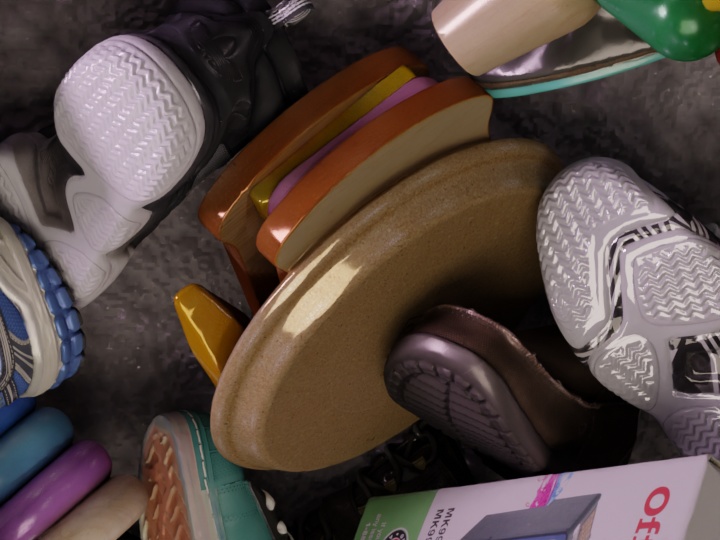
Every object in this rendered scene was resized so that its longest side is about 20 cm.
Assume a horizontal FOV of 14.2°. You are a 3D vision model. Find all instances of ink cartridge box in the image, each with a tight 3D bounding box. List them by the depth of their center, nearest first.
[{"bbox_3d":[0.073,0.162,1.163,0.200,0.145,0.088,-10,140,46],"label":"ink cartridge box"}]

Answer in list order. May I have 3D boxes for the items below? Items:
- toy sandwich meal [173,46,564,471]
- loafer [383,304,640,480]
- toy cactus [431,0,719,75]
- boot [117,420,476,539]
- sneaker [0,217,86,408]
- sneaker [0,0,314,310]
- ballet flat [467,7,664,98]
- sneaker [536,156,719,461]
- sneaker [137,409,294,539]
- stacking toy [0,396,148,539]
[{"bbox_3d":[0.000,0.000,1.193,0.205,0.070,0.205,-34,155,-18],"label":"toy sandwich meal"},{"bbox_3d":[0.069,0.046,1.217,0.073,0.200,0.071,25,82,23],"label":"loafer"},{"bbox_3d":[0.102,-0.133,1.093,0.165,0.102,0.200,-34,76,18],"label":"toy cactus"},{"bbox_3d":[-0.029,0.124,1.308,0.174,0.069,0.200,-40,116,13],"label":"boot"},{"bbox_3d":[-0.194,-0.024,1.158,0.200,0.085,0.077,55,150,-3],"label":"sneaker"},{"bbox_3d":[-0.084,-0.052,1.181,0.075,0.114,0.200,55,147,3],"label":"sneaker"},{"bbox_3d":[0.137,-0.118,1.153,0.200,0.068,0.068,-9,108,9],"label":"ballet flat"},{"bbox_3d":[0.145,0.020,1.213,0.075,0.115,0.200,-37,106,19],"label":"sneaker"},{"bbox_3d":[-0.039,0.148,1.252,0.080,0.071,0.200,-19,104,-23],"label":"sneaker"},{"bbox_3d":[-0.182,0.049,1.222,0.085,0.085,0.200,-40,90,21],"label":"stacking toy"}]
